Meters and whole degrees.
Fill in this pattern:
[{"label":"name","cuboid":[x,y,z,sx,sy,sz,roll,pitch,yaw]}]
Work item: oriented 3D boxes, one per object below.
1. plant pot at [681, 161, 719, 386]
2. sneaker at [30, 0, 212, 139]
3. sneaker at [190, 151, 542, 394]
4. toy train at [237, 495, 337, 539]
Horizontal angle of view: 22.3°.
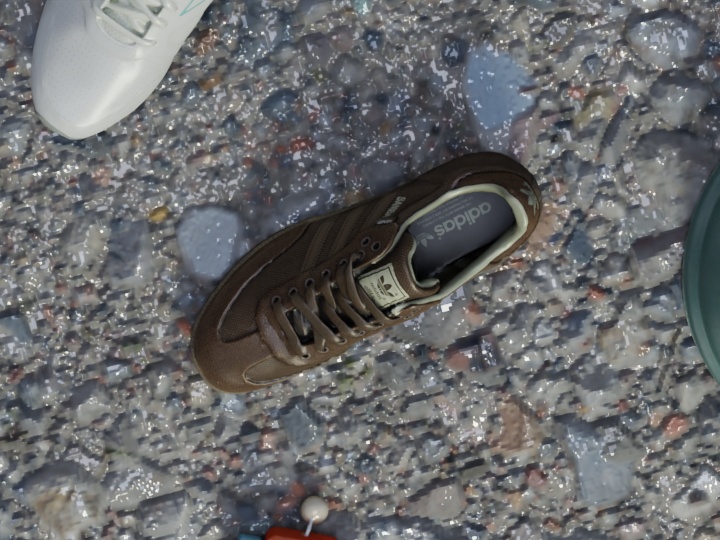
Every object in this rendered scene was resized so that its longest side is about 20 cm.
[{"label":"plant pot","cuboid":[0.275,0.010,0.910,0.199,0.134,0.202,-1,99,-4]},{"label":"sneaker","cuboid":[-0.099,-0.151,0.890,0.070,0.080,0.201,35,97,-10]},{"label":"sneaker","cuboid":[0.000,0.000,0.921,0.199,0.076,0.071,-32,100,1]},{"label":"toy train","cuboid":[0.019,0.213,0.966,0.199,0.056,0.151,16,98,-6]}]
